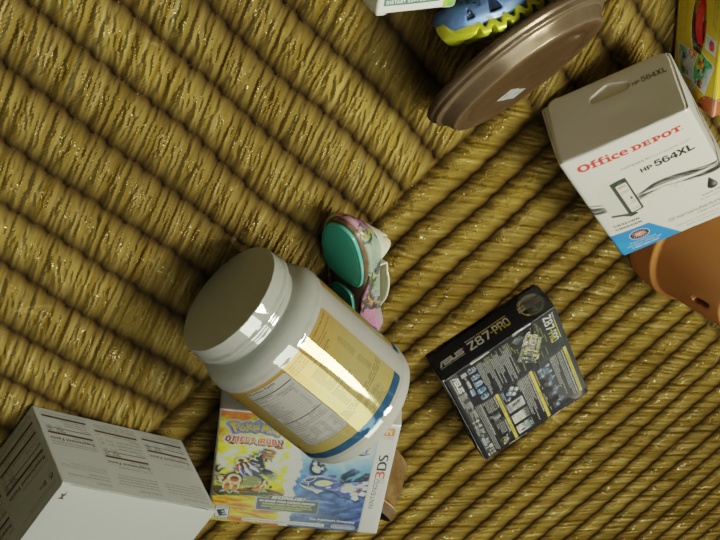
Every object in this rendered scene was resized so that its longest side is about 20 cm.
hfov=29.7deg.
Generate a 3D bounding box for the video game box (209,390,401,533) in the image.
[{"bbox_3d":[-0.064,0.212,1.510,0.199,0.047,0.183,5,126,-6],"label":"video game box"}]

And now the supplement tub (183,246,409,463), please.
[{"bbox_3d":[-0.063,0.084,1.348,0.145,0.145,0.200,-43,120,9],"label":"supplement tub"}]

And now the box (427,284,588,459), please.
[{"bbox_3d":[0.183,0.128,1.653,0.161,0.049,0.200,-32,139,-1],"label":"box"}]

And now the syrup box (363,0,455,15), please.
[{"bbox_3d":[0.044,-0.320,1.118,0.078,0.082,0.201,-12,135,-25],"label":"syrup box"}]

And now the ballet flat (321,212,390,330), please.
[{"bbox_3d":[0.000,0.000,1.407,0.071,0.069,0.201,-36,146,-28],"label":"ballet flat"}]

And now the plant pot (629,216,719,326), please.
[{"bbox_3d":[0.442,-0.021,1.619,0.199,0.140,0.201,-19,137,-19],"label":"plant pot"}]

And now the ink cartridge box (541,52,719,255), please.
[{"bbox_3d":[0.300,-0.120,1.443,0.145,0.085,0.200,-24,143,20],"label":"ink cartridge box"}]

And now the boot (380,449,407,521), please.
[{"bbox_3d":[-0.009,0.221,1.614,0.200,0.073,0.076,48,65,-44],"label":"boot"}]

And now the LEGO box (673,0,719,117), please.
[{"bbox_3d":[0.410,-0.281,1.402,0.148,0.077,0.201,-24,137,-14],"label":"LEGO box"}]

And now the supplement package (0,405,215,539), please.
[{"bbox_3d":[-0.284,0.250,1.405,0.199,0.111,0.156,22,114,-43],"label":"supplement package"}]

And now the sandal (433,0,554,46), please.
[{"bbox_3d":[0.141,-0.270,1.221,0.200,0.079,0.087,-34,103,-22],"label":"sandal"}]

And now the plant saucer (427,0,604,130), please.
[{"bbox_3d":[0.150,-0.192,1.269,0.200,0.030,0.200,-35,173,-5],"label":"plant saucer"}]
